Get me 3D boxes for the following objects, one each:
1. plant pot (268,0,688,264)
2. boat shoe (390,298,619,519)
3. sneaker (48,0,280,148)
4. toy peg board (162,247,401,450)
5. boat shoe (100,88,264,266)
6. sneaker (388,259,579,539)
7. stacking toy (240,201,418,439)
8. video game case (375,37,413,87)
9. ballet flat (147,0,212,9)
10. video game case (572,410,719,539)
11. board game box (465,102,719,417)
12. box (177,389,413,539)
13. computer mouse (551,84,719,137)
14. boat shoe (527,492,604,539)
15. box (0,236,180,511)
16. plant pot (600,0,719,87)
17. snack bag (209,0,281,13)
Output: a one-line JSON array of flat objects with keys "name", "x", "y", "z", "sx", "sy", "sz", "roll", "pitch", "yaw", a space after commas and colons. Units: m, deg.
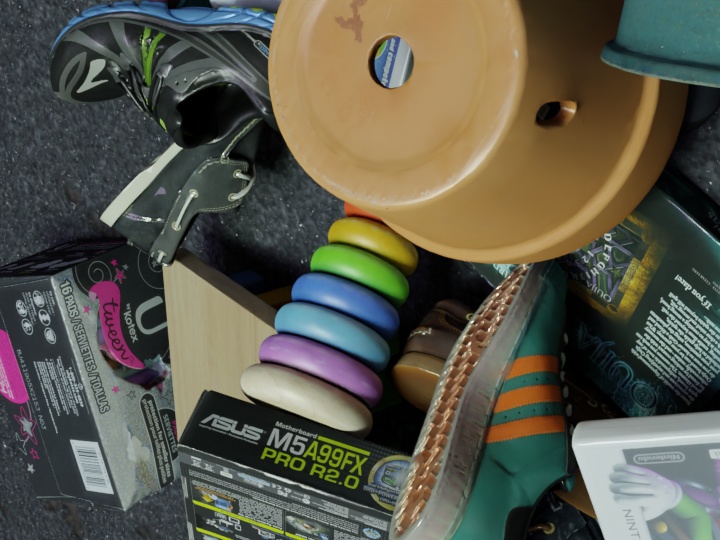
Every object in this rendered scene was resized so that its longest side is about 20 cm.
[{"name": "plant pot", "x": 0.048, "y": -0.099, "z": 0.647, "sx": 0.200, "sy": 0.140, "sz": 0.201, "roll": 3, "pitch": 96, "yaw": 31}, {"name": "boat shoe", "x": 0.118, "y": 0.087, "z": 0.788, "sx": 0.200, "sy": 0.070, "sz": 0.070, "roll": 34, "pitch": 146, "yaw": 4}, {"name": "sneaker", "x": -0.121, "y": -0.120, "z": 0.810, "sx": 0.199, "sy": 0.071, "sz": 0.083, "roll": 5, "pitch": 73, "yaw": 28}, {"name": "toy peg board", "x": -0.053, "y": 0.097, "z": 0.958, "sx": 0.199, "sy": 0.098, "sz": 0.200, "roll": 30, "pitch": 128, "yaw": 49}, {"name": "boat shoe", "x": -0.098, "y": -0.076, "z": 0.893, "sx": 0.068, "sy": 0.072, "sz": 0.200, "roll": 47, "pitch": 123, "yaw": -7}, {"name": "sneaker", "x": 0.085, "y": 0.083, "z": 0.718, "sx": 0.080, "sy": 0.200, "sz": 0.071, "roll": 31, "pitch": 150, "yaw": -11}, {"name": "stacking toy", "x": 0.000, "y": 0.000, "z": 0.800, "sx": 0.085, "sy": 0.200, "sz": 0.085, "roll": 21, "pitch": 165, "yaw": 6}, {"name": "video game case", "x": -0.042, "y": -0.169, "z": 0.860, "sx": 0.200, "sy": 0.018, "sz": 0.143, "roll": 35, "pitch": 129, "yaw": 27}, {"name": "ballet flat", "x": -0.101, "y": -0.207, "z": 0.845, "sx": 0.200, "sy": 0.069, "sz": 0.071, "roll": -47, "pitch": 56, "yaw": 45}, {"name": "video game case", "x": 0.231, "y": 0.148, "z": 0.678, "sx": 0.200, "sy": 0.023, "sz": 0.182, "roll": -8, "pitch": 119, "yaw": 26}, {"name": "board game box", "x": 0.144, "y": -0.007, "z": 0.753, "sx": 0.200, "sy": 0.028, "sz": 0.135, "roll": 45, "pitch": 133, "yaw": 17}, {"name": "box", "x": -0.011, "y": 0.161, "z": 0.798, "sx": 0.200, "sy": 0.044, "sz": 0.160, "roll": 16, "pitch": 144, "yaw": 10}, {"name": "computer mouse", "x": 0.099, "y": -0.084, "z": 0.711, "sx": 0.200, "sy": 0.034, "sz": 0.059, "roll": -12, "pitch": 86, "yaw": 25}, {"name": "boat shoe", "x": 0.119, "y": 0.184, "z": 0.820, "sx": 0.200, "sy": 0.091, "sz": 0.071, "roll": 55, "pitch": 135, "yaw": 9}, {"name": "box", "x": -0.219, "y": 0.081, "z": 1.071, "sx": 0.132, "sy": 0.115, "sz": 0.200, "roll": -3, "pitch": 108, "yaw": 42}, {"name": "plant pot", "x": 0.206, "y": -0.177, "z": 0.515, "sx": 0.200, "sy": 0.200, "sz": 0.197, "roll": 15, "pitch": 110, "yaw": 38}, {"name": "snack bag", "x": -0.021, "y": -0.232, "z": 0.723, "sx": 0.200, "sy": 0.021, "sz": 0.189, "roll": -1, "pitch": 131, "yaw": 20}]
